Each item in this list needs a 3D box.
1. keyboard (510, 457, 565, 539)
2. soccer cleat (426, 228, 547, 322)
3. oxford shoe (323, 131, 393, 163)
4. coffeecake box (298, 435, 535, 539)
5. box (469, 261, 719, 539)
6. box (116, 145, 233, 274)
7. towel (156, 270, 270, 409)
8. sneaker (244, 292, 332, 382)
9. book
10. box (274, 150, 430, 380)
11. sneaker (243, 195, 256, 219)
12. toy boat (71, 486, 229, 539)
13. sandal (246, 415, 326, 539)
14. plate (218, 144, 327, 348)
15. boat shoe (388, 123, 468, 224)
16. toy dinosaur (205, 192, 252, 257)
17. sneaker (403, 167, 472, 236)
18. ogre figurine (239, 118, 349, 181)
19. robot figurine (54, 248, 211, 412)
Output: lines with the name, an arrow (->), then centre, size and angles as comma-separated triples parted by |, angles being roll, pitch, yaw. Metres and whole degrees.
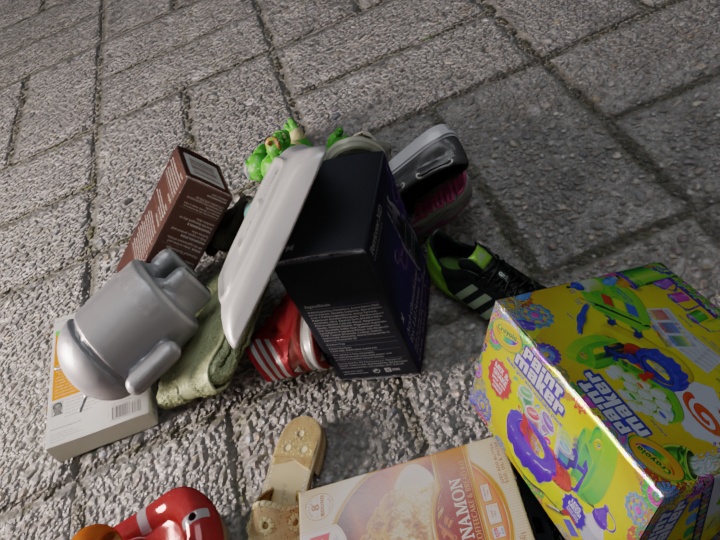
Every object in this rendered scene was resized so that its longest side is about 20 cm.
keyboard -> 0.187, 0.207, 0.553 | 0.102, 0.040, 0.203 | 16, 38, -23
soccer cleat -> 0.149, 0.017, 0.753 | 0.198, 0.082, 0.068 | 28, 63, 37
oxford shoe -> 0.000, -0.139, 0.820 | 0.074, 0.199, 0.059 | -19, 86, 17
coffeecake box -> 0.050, 0.247, 0.577 | 0.195, 0.074, 0.155 | -18, 37, 6
box -> 0.227, 0.113, 0.559 | 0.188, 0.124, 0.201 | -10, 40, -22
box -> -0.249, -0.046, 0.896 | 0.202, 0.074, 0.101 | -56, 35, 16
towel -> -0.178, 0.069, 0.835 | 0.147, 0.036, 0.203 | -23, 39, 42
sneaker -> -0.093, 0.048, 0.831 | 0.113, 0.079, 0.202 | -19, 35, 14
book -> -0.330, 0.129, 0.876 | 0.130, 0.049, 0.202 | -19, 45, 0
box -> 0.000, 0.000, 0.744 | 0.102, 0.202, 0.150 | -7, 46, 20
sneaker -> -0.095, -0.065, 0.891 | 0.090, 0.199, 0.080 | -17, 86, 30
toy boat -> -0.222, 0.279, 0.630 | 0.197, 0.132, 0.131 | -30, 45, -7
sandal -> -0.083, 0.229, 0.660 | 0.076, 0.070, 0.215 | -7, 47, 19
plate -> -0.101, -0.042, 0.698 | 0.204, 0.032, 0.200 | -64, 15, 4
boat shoe -> 0.046, -0.083, 0.806 | 0.199, 0.070, 0.067 | -38, 62, 15
toy dinosaur -> -0.174, -0.058, 0.942 | 0.102, 0.078, 0.199 | -45, 23, -18
sneaker -> 0.065, -0.074, 0.881 | 0.197, 0.087, 0.083 | -22, 71, 29
ogre figurine -> -0.094, -0.167, 1.022 | 0.197, 0.100, 0.120 | 25, 42, 20
robot figurine -> -0.271, 0.069, 0.799 | 0.200, 0.113, 0.169 | -44, 49, -6
